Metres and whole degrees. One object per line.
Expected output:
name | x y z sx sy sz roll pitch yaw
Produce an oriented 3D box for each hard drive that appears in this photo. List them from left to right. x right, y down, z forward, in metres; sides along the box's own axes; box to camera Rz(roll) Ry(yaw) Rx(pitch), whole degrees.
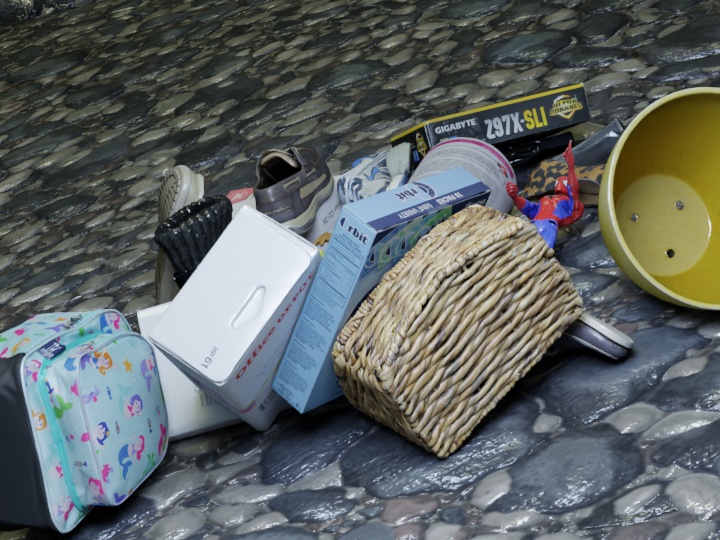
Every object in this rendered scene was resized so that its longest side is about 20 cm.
hard drive | -0.103 0.074 1.615 0.200 0.132 0.027 -16 -21 3

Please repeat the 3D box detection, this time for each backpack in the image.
backpack | -0.259 0.125 1.523 0.150 0.178 0.200 -6 14 17

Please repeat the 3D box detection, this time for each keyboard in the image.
keyboard | 0.159 -0.123 2.018 0.200 0.040 0.104 -14 -1 9

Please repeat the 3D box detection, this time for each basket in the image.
basket | 0.063 0.035 1.471 0.200 0.143 0.149 -45 32 -12

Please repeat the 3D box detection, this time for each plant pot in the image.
plant pot | 0.299 -0.054 1.559 0.200 0.200 0.142 -23 -4 -14

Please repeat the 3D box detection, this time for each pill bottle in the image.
pill bottle | 0.089 -0.052 1.771 0.113 0.114 0.200 -8 23 22

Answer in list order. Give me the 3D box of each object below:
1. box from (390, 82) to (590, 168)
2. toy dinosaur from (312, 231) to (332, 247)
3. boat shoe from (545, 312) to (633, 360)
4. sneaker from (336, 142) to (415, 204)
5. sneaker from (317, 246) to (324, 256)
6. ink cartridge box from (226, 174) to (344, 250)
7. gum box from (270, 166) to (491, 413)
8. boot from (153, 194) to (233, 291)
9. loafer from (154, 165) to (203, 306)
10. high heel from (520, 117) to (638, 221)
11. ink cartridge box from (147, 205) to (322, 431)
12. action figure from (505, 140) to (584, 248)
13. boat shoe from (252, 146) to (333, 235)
box | 0.151 -0.166 1.992 0.200 0.049 0.160 -14 2 -13
toy dinosaur | 0.000 0.000 1.765 0.060 0.106 0.200 -23 25 17
boat shoe | 0.168 0.057 1.555 0.200 0.073 0.063 22 86 50
sneaker | 0.016 -0.078 1.889 0.085 0.077 0.200 -6 22 8
sneaker | -0.053 0.034 1.757 0.076 0.076 0.200 17 24 2
ink cartridge box | -0.075 -0.054 1.958 0.200 0.068 0.117 -7 24 23
gum box | 0.019 0.016 1.496 0.045 0.200 0.170 39 36 24
boot | -0.157 0.027 1.701 0.079 0.158 0.211 -13 22 10
loafer | -0.186 -0.032 1.846 0.068 0.200 0.076 -1 45 -14
high heel | 0.241 -0.067 1.803 0.142 0.071 0.200 -35 30 19
ink cartridge box | -0.094 0.046 1.500 0.085 0.200 0.145 33 80 14
action figure | 0.176 -0.055 1.709 0.065 0.099 0.200 -2 32 28
boat shoe | -0.076 -0.103 1.887 0.074 0.073 0.200 -14 24 10
